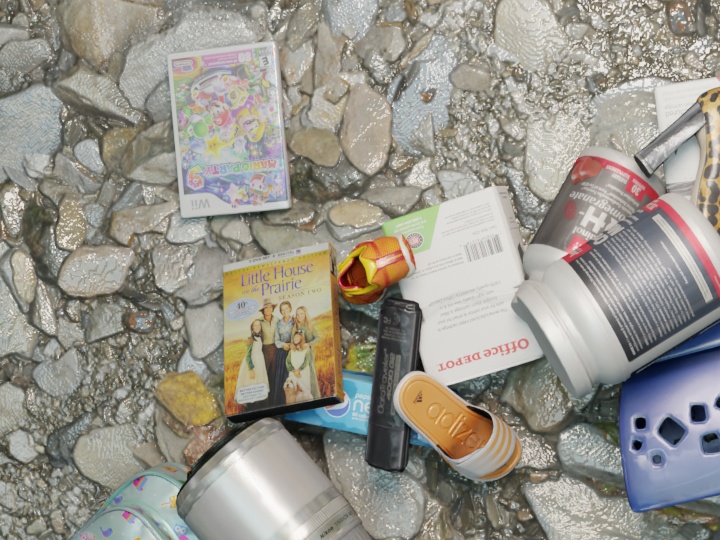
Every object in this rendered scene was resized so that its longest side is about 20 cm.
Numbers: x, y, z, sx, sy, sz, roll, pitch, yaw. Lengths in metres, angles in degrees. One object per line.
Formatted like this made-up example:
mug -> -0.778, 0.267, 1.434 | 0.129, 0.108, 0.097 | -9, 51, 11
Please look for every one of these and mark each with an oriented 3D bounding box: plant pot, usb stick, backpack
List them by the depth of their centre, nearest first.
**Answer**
plant pot -> 0.375, 0.144, 1.542 | 0.197, 0.200, 0.182 | -16, 84, 15
usb stick -> 0.038, 0.134, 1.634 | 0.055, 0.032, 0.203 | 10, 101, 27
backpack -> -0.257, 0.342, 1.741 | 0.176, 0.153, 0.200 | 45, 95, 13

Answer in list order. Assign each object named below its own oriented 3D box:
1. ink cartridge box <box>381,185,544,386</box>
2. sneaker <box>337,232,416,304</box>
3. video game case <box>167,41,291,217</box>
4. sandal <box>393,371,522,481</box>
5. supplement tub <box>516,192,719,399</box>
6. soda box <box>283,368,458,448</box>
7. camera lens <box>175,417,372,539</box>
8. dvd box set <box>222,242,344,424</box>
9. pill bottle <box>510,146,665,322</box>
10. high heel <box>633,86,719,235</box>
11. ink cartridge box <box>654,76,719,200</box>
ink cartridge box -> 0.126, 0.019, 1.653 | 0.144, 0.084, 0.203 | -17, 89, 16
sneaker -> 0.000, 0.000, 1.635 | 0.076, 0.200, 0.074 | -18, 81, -17
video game case -> -0.162, -0.172, 1.745 | 0.141, 0.018, 0.203 | -4, 92, 14
sandal -> 0.119, 0.189, 1.621 | 0.206, 0.059, 0.080 | 36, 86, -33
supplement tub -> 0.273, 0.027, 1.444 | 0.198, 0.140, 0.141 | -31, 85, -1
soda box -> 0.013, 0.160, 1.699 | 0.197, 0.068, 0.065 | 10, 95, 14
camera lens -> -0.103, 0.285, 1.637 | 0.160, 0.160, 0.200 | -45, 79, 13
dvd box set -> -0.094, 0.074, 1.696 | 0.144, 0.029, 0.203 | -11, 62, 16
pill bottle -> 0.248, -0.027, 1.573 | 0.110, 0.111, 0.202 | 28, 77, 11
high heel -> 0.403, -0.091, 1.504 | 0.142, 0.071, 0.201 | -39, 91, 0
ink cartridge box -> 0.410, -0.112, 1.572 | 0.143, 0.083, 0.203 | -8, 91, 15
